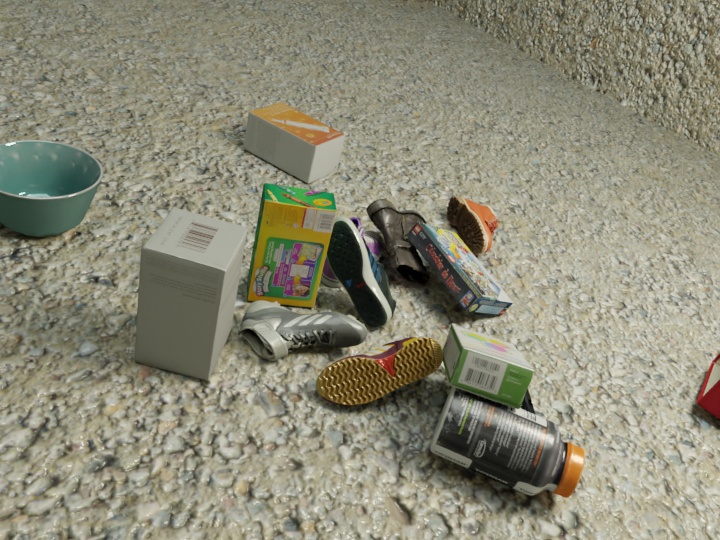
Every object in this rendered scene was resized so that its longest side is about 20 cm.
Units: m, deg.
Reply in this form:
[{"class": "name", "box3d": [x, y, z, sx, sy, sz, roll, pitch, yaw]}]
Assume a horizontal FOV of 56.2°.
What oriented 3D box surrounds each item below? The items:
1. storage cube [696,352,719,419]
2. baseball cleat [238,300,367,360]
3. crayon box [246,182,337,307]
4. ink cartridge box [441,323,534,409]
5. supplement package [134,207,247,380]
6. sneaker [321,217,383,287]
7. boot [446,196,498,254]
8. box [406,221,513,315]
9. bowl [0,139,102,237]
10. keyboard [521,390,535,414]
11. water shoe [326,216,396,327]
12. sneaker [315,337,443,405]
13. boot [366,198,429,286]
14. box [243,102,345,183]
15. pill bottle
[{"class": "storage cube", "box3d": [0.723, 0.191, 1.159, 0.179, 0.201, 0.170, 37, 37, 18]}, {"class": "baseball cleat", "box3d": [-0.092, 0.106, 1.056, 0.197, 0.070, 0.107, 9, 39, 6]}, {"class": "crayon box", "box3d": [-0.118, -0.037, 1.119, 0.117, 0.202, 0.059, 7, 34, -14]}, {"class": "ink cartridge box", "box3d": [0.179, 0.131, 1.003, 0.103, 0.060, 0.200, 19, 8, -1]}, {"class": "supplement package", "box3d": [-0.242, 0.035, 0.959, 0.116, 0.202, 0.117, 15, 33, -2]}, {"class": "sneaker", "box3d": [0.000, -0.056, 1.278, 0.072, 0.115, 0.200, 24, 33, 15]}, {"class": "boot", "box3d": [0.270, -0.098, 1.498, 0.106, 0.076, 0.201, 11, 32, -17]}, {"class": "box", "box3d": [0.188, -0.003, 1.280, 0.136, 0.038, 0.201, 9, 38, -49]}, {"class": "bowl", "box3d": [-0.549, -0.131, 1.159, 0.198, 0.106, 0.202, 11, 33, -7]}, {"class": "keyboard", "box3d": [0.233, 0.195, 1.079, 0.103, 0.040, 0.201, 11, 33, -9]}, {"class": "water shoe", "box3d": [0.000, 0.000, 1.166, 0.071, 0.202, 0.079, -18, 10, 24]}, {"class": "sneaker", "box3d": [0.026, 0.155, 1.032, 0.198, 0.076, 0.090, -14, -4, -11]}, {"class": "boot", "box3d": [0.094, -0.043, 1.341, 0.199, 0.069, 0.175, 17, 42, -49]}, {"class": "box", "box3d": [-0.156, -0.303, 1.585, 0.199, 0.098, 0.124, 30, 35, 19]}, {"class": "pill bottle", "box3d": [0.205, 0.242, 0.937, 0.198, 0.107, 0.106, 22, 33, 9]}]
